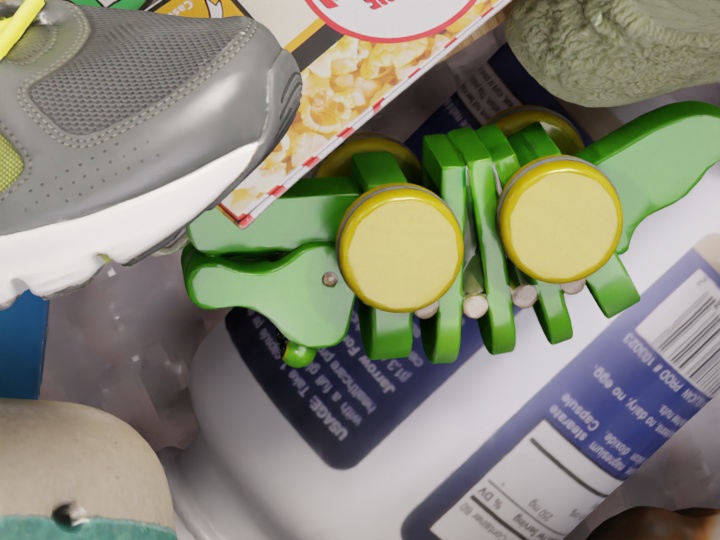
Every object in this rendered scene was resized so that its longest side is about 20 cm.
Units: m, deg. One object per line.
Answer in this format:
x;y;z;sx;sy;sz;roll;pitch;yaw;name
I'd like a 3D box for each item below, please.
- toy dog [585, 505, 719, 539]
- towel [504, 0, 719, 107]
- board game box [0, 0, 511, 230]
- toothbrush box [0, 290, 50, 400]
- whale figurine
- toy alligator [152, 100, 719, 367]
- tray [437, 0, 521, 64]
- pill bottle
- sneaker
0.095;0.169;0.875;0.139;0.194;0.201;13;74;-2;toy dog
0.148;-0.083;0.695;0.199;0.148;0.037;-6;75;-30;towel
-0.042;-0.123;0.622;0.151;0.046;0.200;-38;116;21;board game box
-0.176;-0.045;0.712;0.199;0.085;0.147;-2;118;-19;toothbrush box
-0.133;0.097;0.744;0.159;0.104;0.200;7;160;-44;whale figurine
0.000;0.000;0.715;0.199;0.059;0.055;-10;108;-5;toy alligator
-0.026;-0.153;0.700;0.037;0.099;0.200;-33;123;-1;tray
0.023;0.030;0.808;0.200;0.111;0.111;-44;122;6;pill bottle
-0.113;-0.040;0.614;0.199;0.075;0.085;-6;114;13;sneaker
